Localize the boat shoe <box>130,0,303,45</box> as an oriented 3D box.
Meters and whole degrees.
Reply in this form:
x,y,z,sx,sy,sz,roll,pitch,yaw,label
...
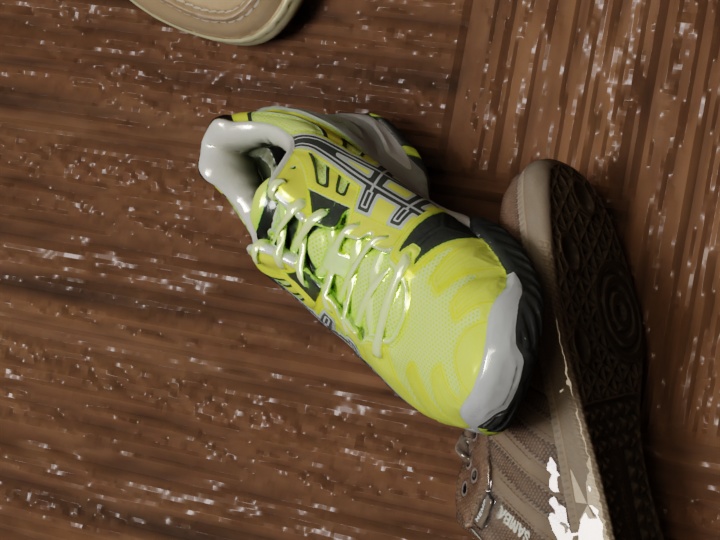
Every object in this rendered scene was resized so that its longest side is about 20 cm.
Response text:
x,y,z,sx,sy,sz,roll,pitch,yaw,label
-0.105,-0.157,1.089,0.200,0.064,0.072,36,101,29,boat shoe

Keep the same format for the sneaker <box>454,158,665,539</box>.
x,y,z,sx,sy,sz,roll,pitch,yaw,label
0.062,0.062,0.959,0.075,0.070,0.201,-15,75,30,sneaker

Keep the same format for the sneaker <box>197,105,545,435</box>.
x,y,z,sx,sy,sz,roll,pitch,yaw,label
0.000,0.000,0.959,0.200,0.076,0.076,44,121,55,sneaker
